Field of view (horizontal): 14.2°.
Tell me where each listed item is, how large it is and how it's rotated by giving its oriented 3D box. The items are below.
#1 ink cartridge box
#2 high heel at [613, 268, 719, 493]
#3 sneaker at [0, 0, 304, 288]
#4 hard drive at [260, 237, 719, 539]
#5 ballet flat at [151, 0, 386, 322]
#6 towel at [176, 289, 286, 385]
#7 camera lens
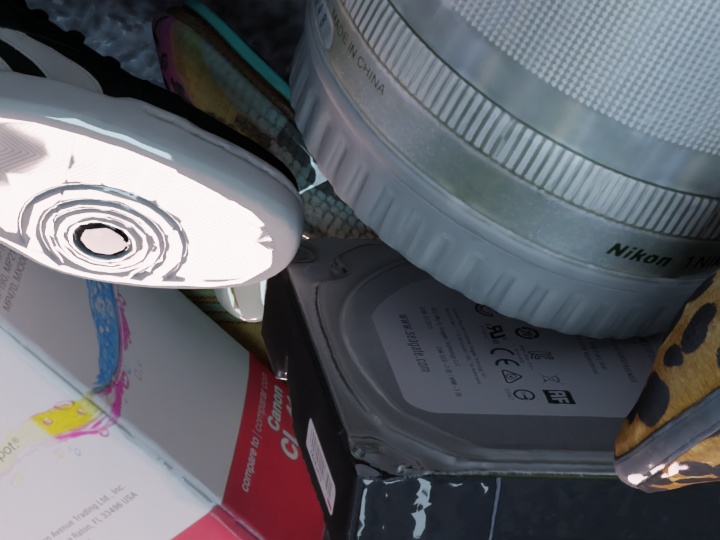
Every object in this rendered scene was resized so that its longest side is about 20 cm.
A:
[{"bbox_3d":[-0.127,0.051,0.947,0.147,0.086,0.200,-33,115,29],"label":"ink cartridge box"},{"bbox_3d":[0.134,0.007,0.808,0.142,0.200,0.072,-36,84,9],"label":"high heel"},{"bbox_3d":[-0.105,-0.070,0.849,0.199,0.112,0.073,15,143,-5],"label":"sneaker"},{"bbox_3d":[0.080,0.037,0.831,0.199,0.140,0.038,3,117,-13],"label":"hard drive"},{"bbox_3d":[0.000,0.000,0.907,0.200,0.069,0.071,38,93,-21],"label":"ballet flat"},{"bbox_3d":[-0.010,0.013,0.979,0.198,0.022,0.147,2,127,0],"label":"towel"},{"bbox_3d":[0.084,-0.102,0.799,0.159,0.160,0.201,20,126,-16],"label":"camera lens"}]
